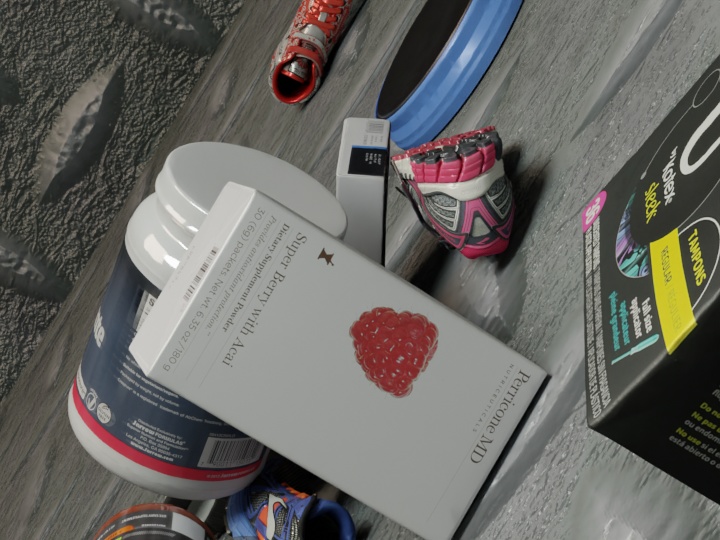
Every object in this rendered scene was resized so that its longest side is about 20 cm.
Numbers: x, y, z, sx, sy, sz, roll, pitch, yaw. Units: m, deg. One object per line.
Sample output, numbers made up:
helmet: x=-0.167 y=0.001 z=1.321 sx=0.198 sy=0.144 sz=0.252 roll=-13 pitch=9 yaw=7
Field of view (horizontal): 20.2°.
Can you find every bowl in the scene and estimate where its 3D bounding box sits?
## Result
bowl: x=0.076 y=-0.197 z=1.729 sx=0.201 sy=0.039 sz=0.201 roll=-55 pitch=13 yaw=20

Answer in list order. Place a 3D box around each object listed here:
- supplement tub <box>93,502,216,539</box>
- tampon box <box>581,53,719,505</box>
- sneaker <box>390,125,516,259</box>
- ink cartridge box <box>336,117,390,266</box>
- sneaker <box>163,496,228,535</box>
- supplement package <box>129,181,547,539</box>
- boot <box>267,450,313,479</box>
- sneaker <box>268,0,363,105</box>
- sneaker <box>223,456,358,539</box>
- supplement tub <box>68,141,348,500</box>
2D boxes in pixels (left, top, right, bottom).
supplement tub: x=-0.152 y=0.256 z=1.458 sx=0.107 sy=0.107 sz=0.200 roll=-56 pitch=14 yaw=15
tampon box: x=0.187 y=-0.022 z=0.720 sx=0.200 sy=0.126 sz=0.150 roll=-52 pitch=15 yaw=29
sneaker: x=0.065 y=-0.053 z=1.390 sx=0.080 sy=0.075 sz=0.200 roll=-16 pitch=7 yaw=4
ink cartridge box: x=0.000 y=0.000 z=1.469 sx=0.100 sy=0.039 sz=0.201 roll=-85 pitch=-2 yaw=-61
sneaker: x=-0.095 y=0.112 z=1.618 sx=0.201 sy=0.075 sz=0.116 roll=-53 pitch=16 yaw=36
supplement package: x=-0.015 y=0.052 z=1.166 sx=0.122 sy=0.199 sz=0.120 roll=-59 pitch=12 yaw=-2
boot: x=-0.069 y=0.063 z=1.448 sx=0.073 sy=0.204 sz=0.154 roll=-14 pitch=-22 yaw=-34
sneaker: x=-0.044 y=-0.281 z=2.315 sx=0.202 sy=0.067 sz=0.108 roll=-57 pitch=14 yaw=29
sneaker: x=-0.035 y=0.175 z=1.299 sx=0.078 sy=0.075 sz=0.200 roll=-44 pitch=22 yaw=12
supplement tub: x=-0.099 y=0.034 z=1.308 sx=0.141 sy=0.139 sz=0.201 roll=-87 pitch=18 yaw=-64
